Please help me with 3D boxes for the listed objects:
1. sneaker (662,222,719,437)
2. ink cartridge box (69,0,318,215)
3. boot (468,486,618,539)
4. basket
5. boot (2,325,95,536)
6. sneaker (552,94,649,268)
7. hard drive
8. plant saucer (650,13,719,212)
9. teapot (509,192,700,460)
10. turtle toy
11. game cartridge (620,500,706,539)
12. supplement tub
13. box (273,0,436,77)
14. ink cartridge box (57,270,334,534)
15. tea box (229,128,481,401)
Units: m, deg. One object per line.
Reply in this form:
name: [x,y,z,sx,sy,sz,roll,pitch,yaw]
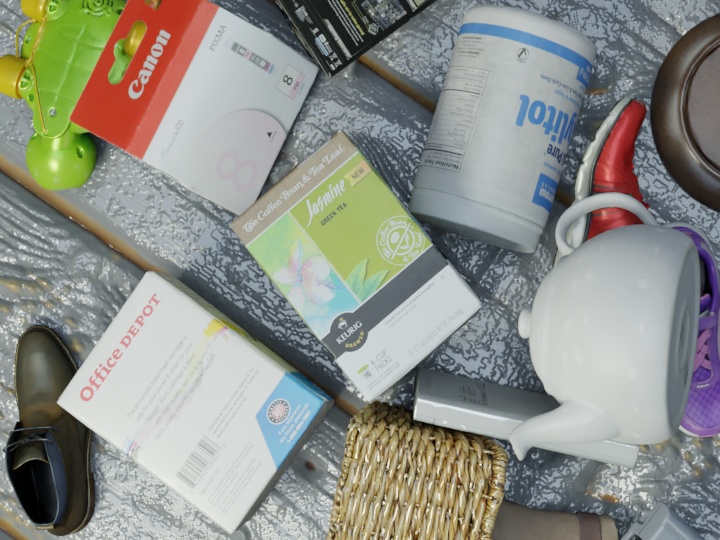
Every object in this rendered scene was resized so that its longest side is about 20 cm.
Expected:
sneaker: [0.304,0.054,1.453,0.079,0.088,0.203,-8,87,1]
ink cartridge box: [-0.147,-0.161,1.449,0.057,0.199,0.164,25,88,43]
boot: [0.166,0.249,1.465,0.144,0.070,0.203,-10,87,-4]
basket: [0.052,0.233,1.425,0.147,0.143,0.203,12,94,10]
boot: [-0.293,0.150,1.475,0.074,0.097,0.203,-12,86,2]
sneaker: [0.242,-0.060,1.465,0.084,0.077,0.203,17,98,20]
hard drive: [0.146,0.132,1.429,0.197,0.132,0.027,12,98,0]
plant saucer: [0.375,-0.152,1.490,0.197,0.032,0.203,0,86,2]
teapot: [0.208,0.047,1.353,0.144,0.200,0.200,6,104,21]
turtle toy: [-0.265,-0.173,1.489,0.144,0.101,0.202,21,89,10]
game cartridge: [0.251,0.321,1.433,0.133,0.040,0.201,40,88,-34]
supplement tub: [0.130,-0.130,1.452,0.130,0.132,0.203,16,88,4]
box: [-0.025,-0.312,1.450,0.163,0.086,0.201,-36,116,1]
ink cartridge box: [-0.146,0.118,1.444,0.199,0.145,0.148,37,89,4]
tea box: [0.000,0.000,1.416,0.133,0.200,0.197,-40,86,0]
